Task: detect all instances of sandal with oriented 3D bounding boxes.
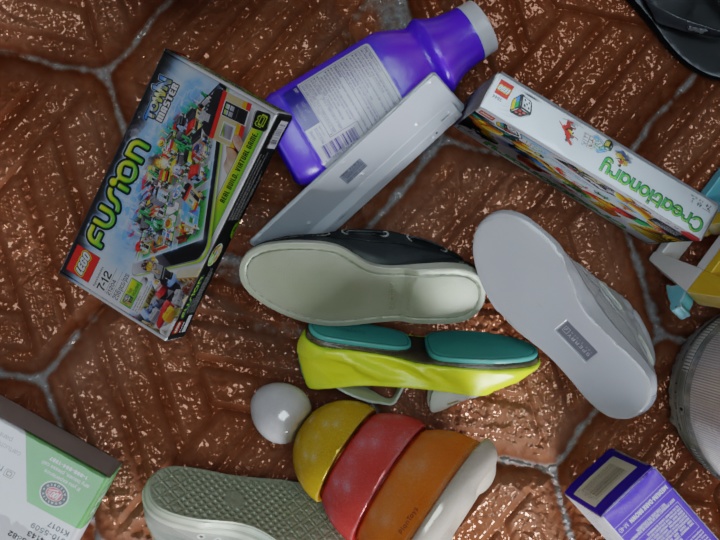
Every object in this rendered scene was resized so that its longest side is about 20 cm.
[{"bbox_3d":[0.269,-0.229,1.019,0.200,0.043,0.076,36,88,-4],"label":"sandal"}]

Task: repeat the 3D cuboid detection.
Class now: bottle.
[{"bbox_3d":[0.017,-0.149,0.988,0.199,0.065,0.084,-32,95,-4],"label":"bottle"}]

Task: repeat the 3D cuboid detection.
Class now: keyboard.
[{"bbox_3d":[-0.002,-0.077,0.978,0.200,0.011,0.056,-42,136,9],"label":"keyboard"}]

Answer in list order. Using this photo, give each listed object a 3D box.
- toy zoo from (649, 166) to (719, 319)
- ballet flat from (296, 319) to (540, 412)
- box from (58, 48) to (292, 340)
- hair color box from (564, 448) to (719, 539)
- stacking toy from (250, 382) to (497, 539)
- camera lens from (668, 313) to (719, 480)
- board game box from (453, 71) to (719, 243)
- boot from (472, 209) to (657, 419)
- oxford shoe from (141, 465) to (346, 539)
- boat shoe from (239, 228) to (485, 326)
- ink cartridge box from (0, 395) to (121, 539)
[{"bbox_3d":[0.318,-0.042,0.983,0.020,0.131,0.200,39,87,-28],"label":"toy zoo"},{"bbox_3d":[0.046,0.082,1.001,0.198,0.067,0.067,6,111,-2],"label":"ballet flat"},{"bbox_3d":[-0.147,-0.059,0.958,0.110,0.035,0.201,29,100,12],"label":"box"},{"bbox_3d":[0.265,0.243,0.990,0.065,0.109,0.200,-40,94,-5],"label":"hair color box"},{"bbox_3d":[-0.003,0.150,0.975,0.199,0.146,0.147,34,88,13],"label":"stacking toy"},{"bbox_3d":[0.342,0.106,0.949,0.159,0.200,0.161,0,90,-4],"label":"camera lens"},{"bbox_3d":[0.175,-0.086,0.972,0.199,0.126,0.035,31,88,-4],"label":"board game box"},{"bbox_3d":[0.168,0.027,0.992,0.073,0.096,0.200,-36,95,23],"label":"boot"},{"bbox_3d":[-0.084,0.210,0.991,0.199,0.075,0.058,15,131,-12],"label":"oxford shoe"},{"bbox_3d":[0.001,-0.002,0.990,0.198,0.066,0.075,1,119,-6],"label":"boat shoe"},{"bbox_3d":[-0.303,0.210,0.956,0.144,0.084,0.201,29,89,-4],"label":"ink cartridge box"}]
